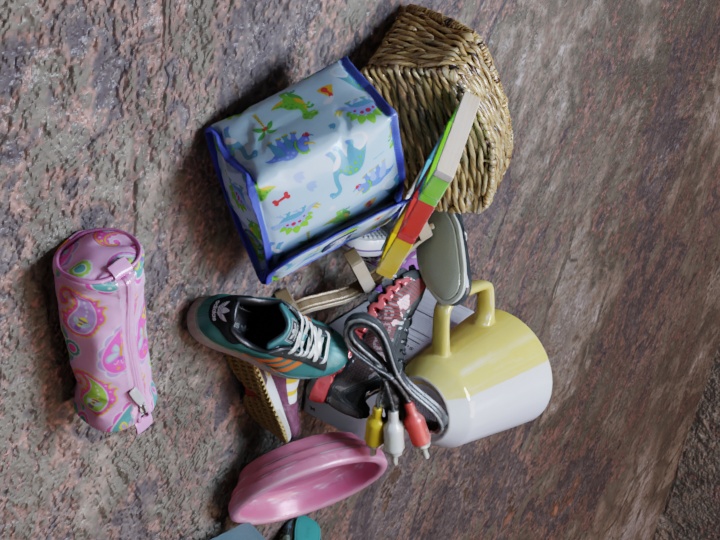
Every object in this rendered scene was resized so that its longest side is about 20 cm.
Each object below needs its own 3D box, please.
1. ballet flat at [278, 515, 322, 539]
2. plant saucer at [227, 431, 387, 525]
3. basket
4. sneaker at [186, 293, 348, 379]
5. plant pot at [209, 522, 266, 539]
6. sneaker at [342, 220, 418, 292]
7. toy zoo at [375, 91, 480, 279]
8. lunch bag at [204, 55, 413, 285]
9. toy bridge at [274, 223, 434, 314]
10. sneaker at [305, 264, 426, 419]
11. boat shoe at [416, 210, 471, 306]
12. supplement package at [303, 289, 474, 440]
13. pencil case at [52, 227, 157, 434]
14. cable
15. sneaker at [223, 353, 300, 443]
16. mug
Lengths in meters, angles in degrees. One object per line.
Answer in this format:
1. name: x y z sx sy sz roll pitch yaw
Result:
1. ballet flat: -0.087 0.388 1.734 0.200 0.074 0.074 -64 172 -74
2. plant saucer: -0.068 0.247 1.638 0.200 0.051 0.201 -18 159 -7
3. basket: 0.103 -0.182 1.509 0.149 0.143 0.200 -61 145 -44
4. sneaker: -0.082 0.072 1.435 0.200 0.080 0.071 18 75 -36
5. plant pot: -0.146 0.450 1.569 0.196 0.200 0.197 -17 132 -50
6. sneaker: 0.030 -0.012 1.663 0.200 0.073 0.114 -10 124 -58
7. toy zoo: 0.065 -0.078 1.422 0.200 0.020 0.131 120 -5 -46
8. lunch bag: -0.046 -0.083 1.368 0.170 0.127 0.200 -27 145 -13
9. toy bridge: 0.000 0.000 1.564 0.200 0.027 0.067 -31 145 -3
10. sneaker: 0.026 0.089 1.576 0.201 0.098 0.071 -53 171 -13
11. boat shoe: 0.103 -0.044 1.598 0.068 0.200 0.072 22 133 -39
12. supplement package: 0.038 0.116 1.727 0.200 0.120 0.121 -31 138 -47
13. pencil case: -0.231 0.059 1.245 0.087 0.087 0.200 -39 143 -40
14. cable: 0.037 0.134 1.498 0.050 0.097 0.200 -72 153 -47
15. sneaker: -0.090 0.119 1.555 0.090 0.075 0.200 -45 149 -23
16. mug: 0.118 0.124 1.633 0.153 0.187 0.149 -23 175 -41
